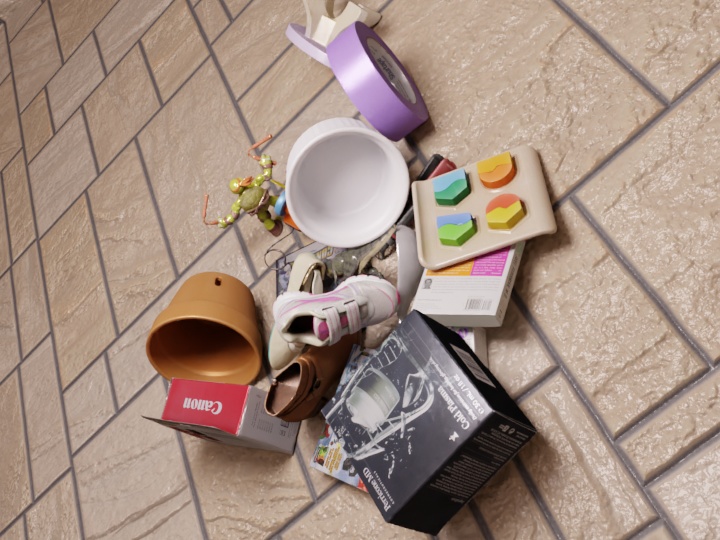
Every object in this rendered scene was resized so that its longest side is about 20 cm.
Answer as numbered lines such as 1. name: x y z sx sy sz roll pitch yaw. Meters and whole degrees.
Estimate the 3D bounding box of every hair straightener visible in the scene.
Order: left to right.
1. hair straightener: 0.079 -0.106 1.373 0.201 0.041 0.077 -57 31 9

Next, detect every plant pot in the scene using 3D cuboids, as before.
1. plant pot: -0.262 0.099 1.454 0.199 0.200 0.141 -27 36 27

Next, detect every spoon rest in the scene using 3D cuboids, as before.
1. spoon rest: 0.080 0.025 1.263 0.060 0.099 0.202 -16 65 15

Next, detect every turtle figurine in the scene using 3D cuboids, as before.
1. turtle figurine: -0.180 -0.135 1.509 0.201 0.161 0.064 -53 45 6

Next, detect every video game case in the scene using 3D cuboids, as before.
1. video game case: -0.066 0.029 1.424 0.199 0.025 0.183 -23 55 30

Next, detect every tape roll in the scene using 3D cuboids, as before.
1. tape roll: 0.030 -0.318 1.399 0.065 0.200 0.201 -35 50 20

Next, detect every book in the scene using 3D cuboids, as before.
1. book: 0.163 -0.010 1.198 0.132 0.048 0.201 -1 50 34

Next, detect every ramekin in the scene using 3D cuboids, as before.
1. ramekin: -0.028 -0.148 1.340 0.201 0.200 0.098 -46 27 12

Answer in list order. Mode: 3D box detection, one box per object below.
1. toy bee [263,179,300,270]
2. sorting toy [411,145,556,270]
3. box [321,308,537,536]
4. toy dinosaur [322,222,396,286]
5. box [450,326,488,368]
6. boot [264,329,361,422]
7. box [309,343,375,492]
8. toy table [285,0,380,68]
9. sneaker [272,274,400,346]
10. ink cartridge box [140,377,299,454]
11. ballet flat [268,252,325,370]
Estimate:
1. toy bee: -0.111 -0.115 1.470 0.200 0.131 0.109 -42 2 29
2. sorting toy: 0.174 -0.100 1.219 0.198 0.037 0.186 -15 46 14
3. box: 0.085 0.198 1.089 0.197 0.124 0.200 -49 46 12
4. toy dinosaur: 0.000 0.000 1.316 0.199 0.047 0.089 -25 83 47
5. box: 0.155 0.173 1.155 0.038 0.041 0.202 -18 59 32
6. boot: -0.071 0.142 1.274 0.073 0.155 0.202 21 87 20
7. box: 0.014 0.222 1.248 0.136 0.040 0.202 11 76 44
8. toy table: -0.054 -0.467 1.582 0.200 0.183 0.118 43 115 35
9. sneaker: -0.037 0.070 1.226 0.198 0.082 0.088 -14 26 9
10. ink cartridge box: -0.226 0.230 1.351 0.198 0.175 0.085 -2 67 39
11. ballet flat: -0.099 0.071 1.358 0.069 0.069 0.202 14 91 43
